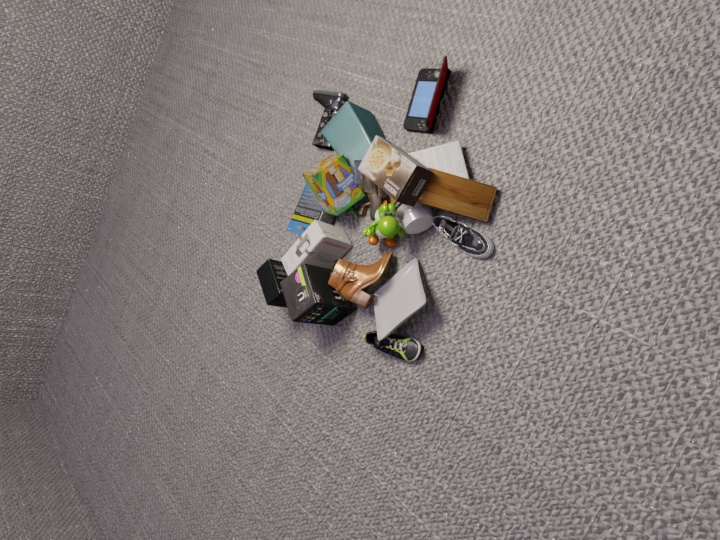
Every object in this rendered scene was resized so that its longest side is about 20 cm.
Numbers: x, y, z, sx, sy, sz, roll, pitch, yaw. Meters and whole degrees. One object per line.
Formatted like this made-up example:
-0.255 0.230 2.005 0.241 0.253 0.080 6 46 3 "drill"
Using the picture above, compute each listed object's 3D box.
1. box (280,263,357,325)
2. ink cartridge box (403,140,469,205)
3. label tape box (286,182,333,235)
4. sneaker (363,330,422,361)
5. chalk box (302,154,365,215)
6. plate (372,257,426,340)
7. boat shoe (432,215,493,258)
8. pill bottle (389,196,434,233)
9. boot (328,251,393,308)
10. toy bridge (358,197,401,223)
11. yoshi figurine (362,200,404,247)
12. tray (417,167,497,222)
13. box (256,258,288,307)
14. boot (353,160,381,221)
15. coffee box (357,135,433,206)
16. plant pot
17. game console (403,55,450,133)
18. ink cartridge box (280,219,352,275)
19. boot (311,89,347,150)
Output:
-0.134 0.082 1.766 0.124 0.199 0.150 -37 59 30 "box"
0.209 -0.275 1.583 0.198 0.047 0.162 -13 72 9 "ink cartridge box"
-0.160 -0.210 1.918 0.144 0.063 0.202 19 85 42 "label tape box"
0.089 0.224 1.622 0.199 0.082 0.072 9 88 42 "sneaker"
-0.078 -0.261 1.791 0.124 0.201 0.125 -36 22 -16 "chalk box"
0.119 0.088 1.618 0.200 0.032 0.200 -43 31 27 "plate"
0.281 -0.099 1.527 0.200 0.067 0.072 42 109 38 "boat shoe"
0.147 -0.219 1.637 0.114 0.114 0.201 -34 61 31 "pill bottle"
0.000 0.000 1.702 0.154 0.074 0.201 31 86 18 "boot"
0.078 -0.197 1.750 0.199 0.027 0.068 16 91 43 "toy bridge"
0.073 -0.121 1.626 0.112 0.200 0.112 -40 75 -18 "yoshi figurine"
0.267 -0.209 1.513 0.198 0.037 0.100 17 94 6 "tray"
-0.242 0.052 1.865 0.079 0.199 0.142 -42 56 26 "box"
0.021 -0.254 1.714 0.096 0.075 0.202 4 92 0 "boot"
0.096 -0.281 1.537 0.200 0.079 0.115 48 115 40 "coffee box"
-0.002 -0.419 1.792 0.141 0.141 0.201 -42 64 27 "plant pot"
0.193 -0.533 1.655 0.172 0.118 0.202 20 94 41 "game console"
-0.147 -0.062 1.842 0.200 0.145 0.084 -46 54 24 "ink cartridge box"
-0.135 -0.547 1.986 0.164 0.065 0.202 20 99 43 "boot"
